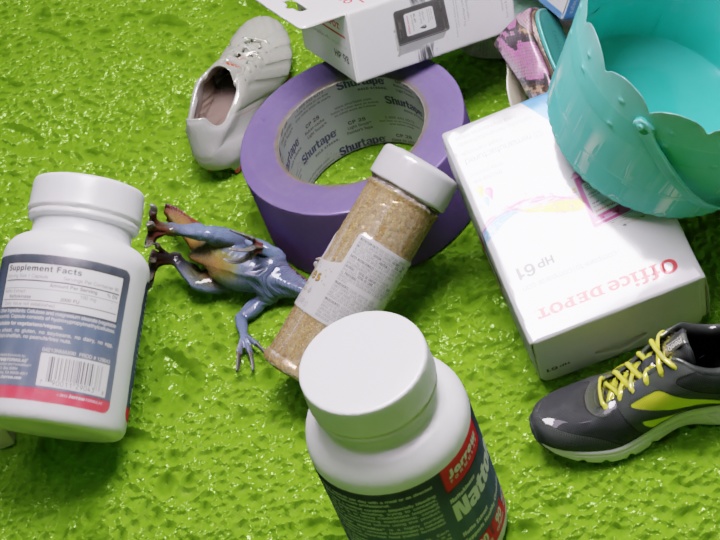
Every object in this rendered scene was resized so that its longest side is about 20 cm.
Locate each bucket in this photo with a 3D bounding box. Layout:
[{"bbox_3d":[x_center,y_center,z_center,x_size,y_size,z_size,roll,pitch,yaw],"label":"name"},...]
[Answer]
[{"bbox_3d":[0.242,-0.146,1.366,0.207,0.135,0.207,6,59,-10],"label":"bucket"}]

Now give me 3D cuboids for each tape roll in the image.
[{"bbox_3d":[0.002,-0.093,1.593,0.200,0.085,0.200,-10,45,11],"label":"tape roll"}]

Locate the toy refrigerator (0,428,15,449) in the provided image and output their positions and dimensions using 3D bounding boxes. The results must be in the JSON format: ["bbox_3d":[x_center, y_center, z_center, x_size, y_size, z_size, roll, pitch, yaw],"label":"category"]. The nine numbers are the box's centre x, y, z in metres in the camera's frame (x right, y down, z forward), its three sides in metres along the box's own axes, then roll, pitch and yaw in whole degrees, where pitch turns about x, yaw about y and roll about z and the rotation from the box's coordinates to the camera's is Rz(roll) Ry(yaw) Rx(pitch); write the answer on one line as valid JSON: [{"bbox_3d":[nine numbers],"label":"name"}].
[{"bbox_3d":[-0.341,0.062,1.581,0.070,0.076,0.200,-18,44,3],"label":"toy refrigerator"}]

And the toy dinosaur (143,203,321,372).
[{"bbox_3d":[-0.091,-0.014,1.558,0.181,0.105,0.200,8,36,0],"label":"toy dinosaur"}]

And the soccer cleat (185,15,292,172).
[{"bbox_3d":[-0.113,-0.178,1.718,0.069,0.078,0.200,0,49,20],"label":"soccer cleat"}]

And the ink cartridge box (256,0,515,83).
[{"bbox_3d":[0.020,-0.226,1.607,0.200,0.067,0.116,-21,30,-18],"label":"ink cartridge box"}]

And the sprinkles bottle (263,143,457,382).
[{"bbox_3d":[0.000,0.000,1.462,0.068,0.068,0.200,31,92,39],"label":"sprinkles bottle"}]

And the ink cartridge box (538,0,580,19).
[{"bbox_3d":[0.228,-0.292,1.634,0.200,0.084,0.145,-7,37,-32],"label":"ink cartridge box"}]

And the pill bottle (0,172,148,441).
[{"bbox_3d":[-0.233,0.030,1.479,0.119,0.120,0.200,3,77,22],"label":"pill bottle"}]

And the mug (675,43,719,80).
[{"bbox_3d":[0.303,-0.165,1.507,0.200,0.134,0.178,-25,21,2],"label":"mug"}]

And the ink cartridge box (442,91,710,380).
[{"bbox_3d":[0.167,-0.035,1.436,0.144,0.085,0.200,-22,65,1],"label":"ink cartridge box"}]

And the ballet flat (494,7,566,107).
[{"bbox_3d":[0.169,-0.129,1.563,0.071,0.069,0.200,-38,65,34],"label":"ballet flat"}]

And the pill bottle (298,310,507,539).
[{"bbox_3d":[0.027,0.127,1.296,0.119,0.200,0.120,-10,46,11],"label":"pill bottle"}]

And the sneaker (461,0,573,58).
[{"bbox_3d":[0.187,-0.245,1.668,0.200,0.074,0.118,13,61,33],"label":"sneaker"}]

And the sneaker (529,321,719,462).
[{"bbox_3d":[0.218,0.077,1.353,0.200,0.085,0.075,-16,44,5],"label":"sneaker"}]
